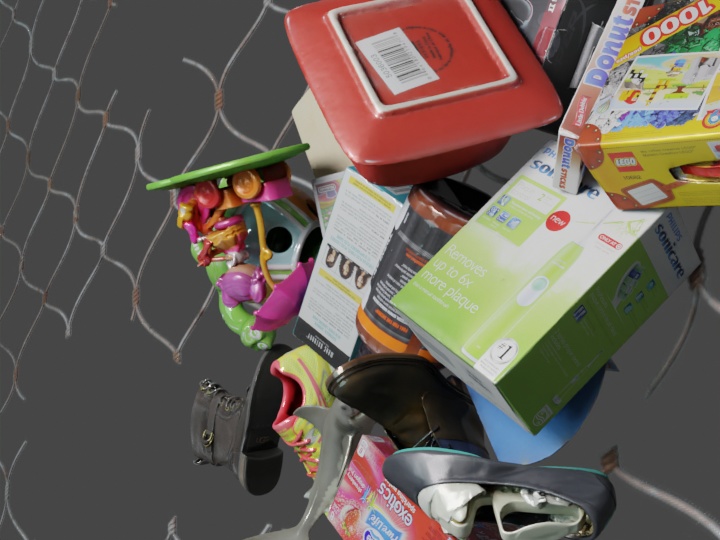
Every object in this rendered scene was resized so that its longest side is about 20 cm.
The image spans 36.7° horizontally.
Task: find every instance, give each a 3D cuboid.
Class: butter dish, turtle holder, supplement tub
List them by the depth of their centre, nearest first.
[{"bbox_3d":[0.048,-0.147,0.971,0.148,0.199,0.200,97,154,-54],"label":"butter dish"},{"bbox_3d":[0.061,0.020,1.012,0.107,0.107,0.200,50,124,47],"label":"supplement tub"},{"bbox_3d":[-0.112,-0.017,1.264,0.132,0.141,0.186,16,61,33],"label":"turtle holder"}]

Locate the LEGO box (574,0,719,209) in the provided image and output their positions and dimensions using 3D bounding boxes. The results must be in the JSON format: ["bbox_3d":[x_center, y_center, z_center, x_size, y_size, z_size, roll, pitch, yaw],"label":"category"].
[{"bbox_3d":[0.276,-0.125,0.771,0.200,0.077,0.149,0,53,47],"label":"LEGO box"}]

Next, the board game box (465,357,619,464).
[{"bbox_3d":[0.161,0.077,0.969,0.158,0.039,0.200,-56,35,29],"label":"board game box"}]

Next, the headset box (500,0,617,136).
[{"bbox_3d":[0.153,-0.217,1.024,0.200,0.075,0.149,32,107,52],"label":"headset box"}]

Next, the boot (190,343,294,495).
[{"bbox_3d":[-0.155,0.168,1.338,0.174,0.069,0.200,21,100,53],"label":"boot"}]

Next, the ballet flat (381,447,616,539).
[{"bbox_3d":[0.109,0.190,0.899,0.200,0.073,0.073,4,82,15],"label":"ballet flat"}]

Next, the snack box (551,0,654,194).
[{"bbox_3d":[0.201,-0.161,0.883,0.024,0.072,0.200,20,62,15],"label":"snack box"}]

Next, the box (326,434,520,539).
[{"bbox_3d":[0.066,0.246,0.998,0.200,0.095,0.100,41,113,50],"label":"box"}]

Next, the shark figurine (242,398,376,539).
[{"bbox_3d":[-0.042,0.185,1.098,0.089,0.128,0.215,29,107,15],"label":"shark figurine"}]

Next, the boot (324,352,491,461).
[{"bbox_3d":[0.055,0.136,0.962,0.075,0.200,0.097,-42,52,24],"label":"boot"}]

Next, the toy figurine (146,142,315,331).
[{"bbox_3d":[-0.125,-0.024,1.157,0.200,0.150,0.184,-10,98,34],"label":"toy figurine"}]

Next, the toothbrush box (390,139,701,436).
[{"bbox_3d":[0.149,0.009,0.885,0.200,0.086,0.146,-43,42,-7],"label":"toothbrush box"}]

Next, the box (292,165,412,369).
[{"bbox_3d":[0.000,0.000,1.092,0.082,0.049,0.200,37,122,32],"label":"box"}]

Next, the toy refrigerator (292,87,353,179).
[{"bbox_3d":[-0.005,-0.122,1.214,0.076,0.070,0.200,-46,52,36],"label":"toy refrigerator"}]

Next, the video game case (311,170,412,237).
[{"bbox_3d":[0.024,-0.009,1.116,0.143,0.018,0.200,-9,93,41],"label":"video game case"}]

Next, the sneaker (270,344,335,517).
[{"bbox_3d":[-0.052,0.175,1.158,0.078,0.090,0.200,-15,86,55],"label":"sneaker"}]
